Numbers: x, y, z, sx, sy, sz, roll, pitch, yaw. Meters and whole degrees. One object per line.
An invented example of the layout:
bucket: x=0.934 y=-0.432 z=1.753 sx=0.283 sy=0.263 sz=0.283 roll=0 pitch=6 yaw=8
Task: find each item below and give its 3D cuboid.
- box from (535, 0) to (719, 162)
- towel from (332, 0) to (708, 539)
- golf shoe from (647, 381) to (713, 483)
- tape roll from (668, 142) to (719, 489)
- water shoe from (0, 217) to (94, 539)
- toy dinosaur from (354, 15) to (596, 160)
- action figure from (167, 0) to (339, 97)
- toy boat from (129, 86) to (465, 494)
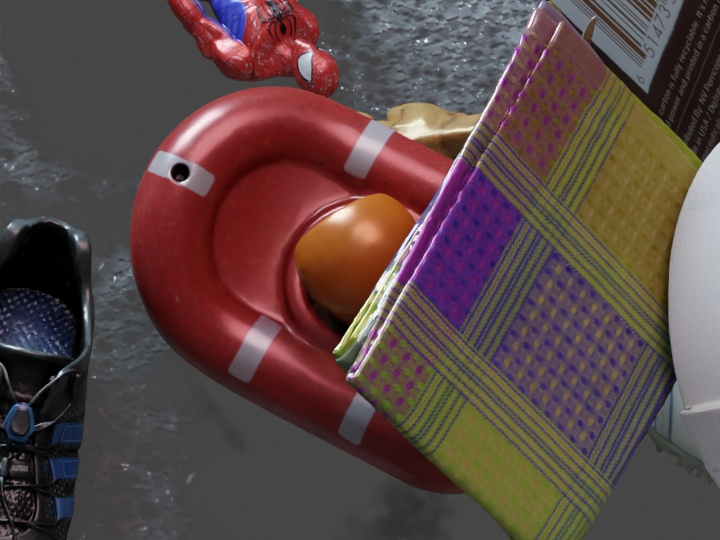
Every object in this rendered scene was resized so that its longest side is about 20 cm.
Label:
box: x=0.219 y=-0.153 z=1.343 sx=0.200 sy=0.166 sz=0.164 roll=-27 pitch=61 yaw=-32
towel: x=0.077 y=0.006 z=1.130 sx=0.144 sy=0.023 sz=0.200 roll=44 pitch=59 yaw=-26
golf shoe: x=0.140 y=0.009 z=1.230 sx=0.078 sy=0.097 sz=0.200 roll=-24 pitch=62 yaw=-33
tape roll: x=0.207 y=0.027 z=1.194 sx=0.203 sy=0.037 sz=0.203 roll=12 pitch=72 yaw=-42
water shoe: x=-0.144 y=0.065 z=1.114 sx=0.071 sy=0.079 sz=0.200 roll=8 pitch=49 yaw=-8
toy dinosaur: x=0.034 y=-0.055 z=1.243 sx=0.200 sy=0.106 sz=0.060 roll=-9 pitch=75 yaw=27
action figure: x=-0.078 y=-0.149 z=1.340 sx=0.065 sy=0.052 sz=0.200 roll=-27 pitch=64 yaw=-37
toy boat: x=0.000 y=0.000 z=1.157 sx=0.200 sy=0.131 sz=0.131 roll=27 pitch=81 yaw=8
